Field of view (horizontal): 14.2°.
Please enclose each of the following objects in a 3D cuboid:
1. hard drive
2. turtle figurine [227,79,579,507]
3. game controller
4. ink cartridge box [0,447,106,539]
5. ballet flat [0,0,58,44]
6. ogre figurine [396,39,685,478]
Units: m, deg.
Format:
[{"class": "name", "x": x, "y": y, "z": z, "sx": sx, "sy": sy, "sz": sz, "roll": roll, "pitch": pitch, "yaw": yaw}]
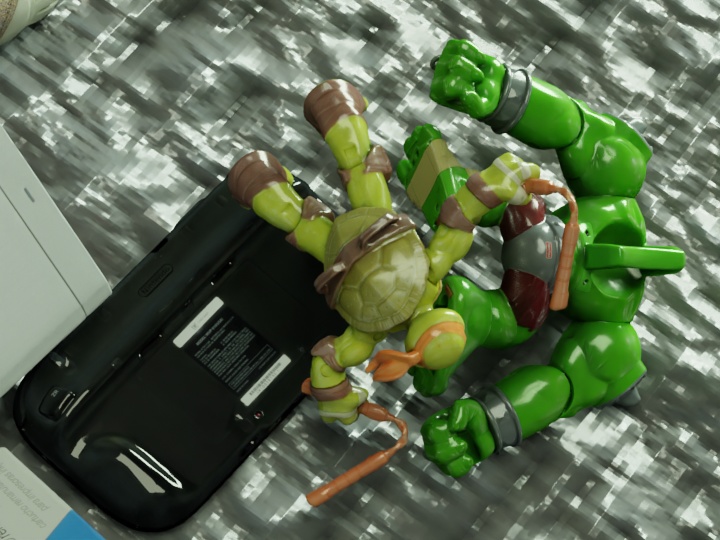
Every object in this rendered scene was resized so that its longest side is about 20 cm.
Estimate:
[{"class": "hard drive", "x": -0.218, "y": 0.021, "z": 1.308, "sx": 0.200, "sy": 0.027, "sz": 0.132, "roll": -44, "pitch": 114, "yaw": -26}, {"class": "turtle figurine", "x": 0.000, "y": 0.000, "z": 1.351, "sx": 0.064, "sy": 0.200, "sz": 0.161, "roll": 8, "pitch": 37, "yaw": -50}, {"class": "game controller", "x": -0.073, "y": 0.035, "z": 1.402, "sx": 0.104, "sy": 0.042, "sz": 0.200, "roll": 44, "pitch": 63, "yaw": -1}, {"class": "ink cartridge box", "x": -0.197, "y": 0.179, "z": 1.233, "sx": 0.200, "sy": 0.084, "sz": 0.146, "roll": -28, "pitch": 36, "yaw": -23}, {"class": "ballet flat", "x": -0.181, "y": -0.168, "z": 1.481, "sx": 0.067, "sy": 0.068, "sz": 0.200, "roll": 25, "pitch": 57, "yaw": -26}, {"class": "ogre figurine", "x": 0.086, "y": -0.003, "z": 1.404, "sx": 0.120, "sy": 0.098, "sz": 0.200, "roll": 3, "pitch": 69, "yaw": -25}]
